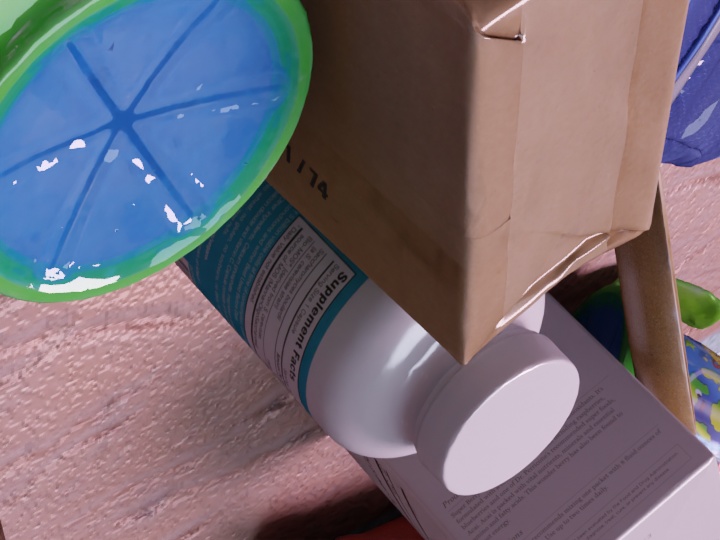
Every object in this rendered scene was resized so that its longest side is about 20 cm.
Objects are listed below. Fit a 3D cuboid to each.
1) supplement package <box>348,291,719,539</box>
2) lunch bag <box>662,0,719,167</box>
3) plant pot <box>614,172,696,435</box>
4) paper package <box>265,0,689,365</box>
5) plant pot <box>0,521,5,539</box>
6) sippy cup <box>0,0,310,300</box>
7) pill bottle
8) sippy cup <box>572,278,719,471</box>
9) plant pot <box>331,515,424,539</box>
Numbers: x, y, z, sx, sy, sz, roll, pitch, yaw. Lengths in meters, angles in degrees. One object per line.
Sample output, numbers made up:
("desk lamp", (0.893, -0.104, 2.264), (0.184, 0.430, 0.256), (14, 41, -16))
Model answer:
("supplement package", (0.075, 0.088, 1.057), (0.121, 0.200, 0.120), (-39, 149, -7))
("lunch bag", (0.112, -0.135, 0.898), (0.132, 0.136, 0.200), (-2, 131, -48))
("plant pot", (0.142, -0.015, 1.057), (0.027, 0.201, 0.200), (-8, 148, 8))
("paper package", (0.010, -0.102, 0.752), (0.103, 0.200, 0.191), (-35, 149, -23))
("plant pot", (-0.213, 0.190, 0.891), (0.186, 0.187, 0.201), (-10, 121, -43))
("sippy cup", (-0.106, -0.082, 0.695), (0.139, 0.130, 0.178), (-17, 140, -34))
("pill bottle", (0.000, 0.000, 0.864), (0.111, 0.200, 0.111), (-30, 147, -22))
("sippy cup", (0.172, 0.095, 1.195), (0.130, 0.140, 0.178), (25, 90, -13))
("plant pot", (0.059, 0.215, 1.219), (0.195, 0.201, 0.201), (-26, 145, -43))
